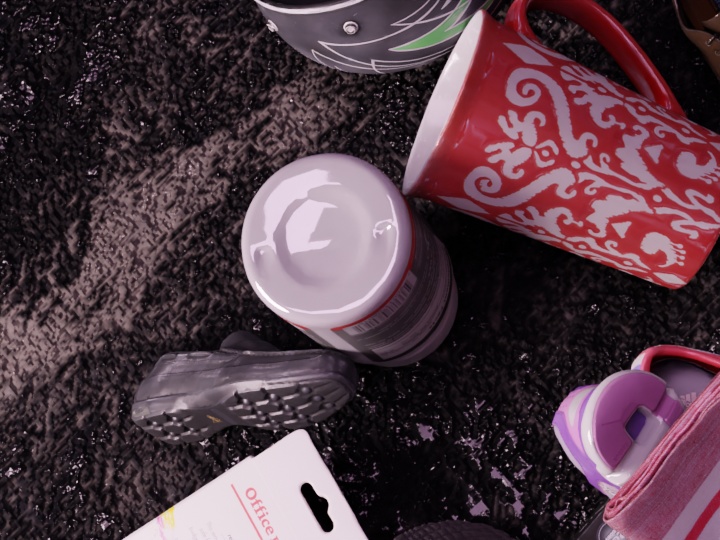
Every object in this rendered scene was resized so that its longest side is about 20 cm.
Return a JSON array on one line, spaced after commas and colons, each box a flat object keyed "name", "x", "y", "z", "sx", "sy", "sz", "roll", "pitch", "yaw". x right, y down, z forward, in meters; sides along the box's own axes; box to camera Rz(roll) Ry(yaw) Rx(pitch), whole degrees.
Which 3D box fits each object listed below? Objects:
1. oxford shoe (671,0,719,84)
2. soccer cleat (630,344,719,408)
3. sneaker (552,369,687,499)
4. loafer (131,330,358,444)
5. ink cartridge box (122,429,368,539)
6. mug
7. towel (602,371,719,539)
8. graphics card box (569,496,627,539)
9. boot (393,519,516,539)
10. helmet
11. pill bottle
[{"name": "oxford shoe", "x": 0.258, "y": -0.141, "z": 1.358, "sx": 0.073, "sy": 0.084, "sz": 0.200, "roll": -42, "pitch": 65, "yaw": 17}, {"name": "soccer cleat", "x": 0.263, "y": 0.099, "z": 1.298, "sx": 0.199, "sy": 0.073, "sz": 0.069, "roll": 21, "pitch": 79, "yaw": 17}, {"name": "sneaker", "x": 0.195, "y": 0.132, "z": 1.290, "sx": 0.200, "sy": 0.088, "sz": 0.081, "roll": 42, "pitch": 71, "yaw": -22}, {"name": "loafer", "x": -0.081, "y": 0.073, "z": 1.434, "sx": 0.200, "sy": 0.068, "sz": 0.071, "roll": -12, "pitch": 54, "yaw": 41}, {"name": "ink cartridge box", "x": -0.088, "y": 0.212, "z": 1.434, "sx": 0.199, "sy": 0.067, "sz": 0.118, "roll": -33, "pitch": 71, "yaw": 6}, {"name": "mug", "x": 0.152, "y": -0.094, "z": 1.380, "sx": 0.199, "sy": 0.133, "sz": 0.179, "roll": 23, "pitch": 91, "yaw": -6}, {"name": "towel", "x": 0.260, "y": 0.152, "z": 1.244, "sx": 0.200, "sy": 0.023, "sz": 0.144, "roll": 40, "pitch": 91, "yaw": -20}, {"name": "graphics card box", "x": 0.201, "y": 0.252, "z": 1.330, "sx": 0.200, "sy": 0.051, "sz": 0.126, "roll": 41, "pitch": 104, "yaw": 6}, {"name": "boot", "x": 0.022, "y": 0.250, "z": 1.390, "sx": 0.070, "sy": 0.199, "sz": 0.132, "roll": 47, "pitch": 136, "yaw": 42}, {"name": "helmet", "x": 0.019, "y": -0.235, "z": 1.440, "sx": 0.199, "sy": 0.200, "sz": 0.192, "roll": 13, "pitch": 114, "yaw": 16}, {"name": "pill bottle", "x": 0.000, "y": 0.000, "z": 1.389, "sx": 0.113, "sy": 0.200, "sz": 0.115, "roll": -3, "pitch": 77, "yaw": 14}]
